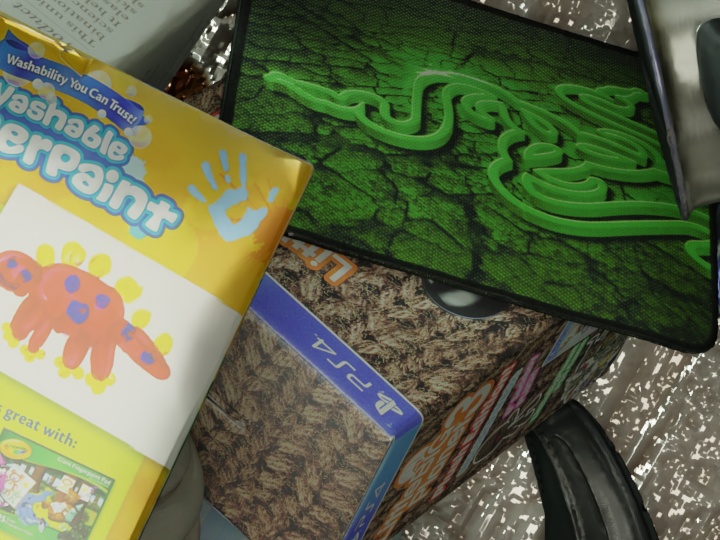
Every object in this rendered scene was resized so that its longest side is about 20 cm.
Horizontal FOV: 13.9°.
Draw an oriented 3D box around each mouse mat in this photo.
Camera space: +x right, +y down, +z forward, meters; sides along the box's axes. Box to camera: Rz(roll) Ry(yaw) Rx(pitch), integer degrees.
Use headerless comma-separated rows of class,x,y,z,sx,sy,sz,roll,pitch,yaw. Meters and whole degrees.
mouse mat,0.044,-0.050,1.122,0.199,0.161,0.008,17,134,-11

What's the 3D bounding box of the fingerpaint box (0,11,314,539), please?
fingerpaint box,-0.141,-0.002,0.948,0.199,0.073,0.167,25,85,-6

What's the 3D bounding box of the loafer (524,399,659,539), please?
loafer,0.098,0.153,1.221,0.070,0.068,0.201,-17,96,-5

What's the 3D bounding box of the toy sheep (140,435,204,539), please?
toy sheep,-0.120,0.085,1.052,0.138,0.138,0.200,31,127,1

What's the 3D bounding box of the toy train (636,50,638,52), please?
toy train,0.130,-0.084,1.216,0.199,0.046,0.034,-27,92,4

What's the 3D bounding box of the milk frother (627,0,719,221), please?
milk frother,0.185,-0.138,1.064,0.187,0.181,0.201,-13,85,3

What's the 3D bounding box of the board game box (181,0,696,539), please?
board game box,0.000,0.000,1.129,0.159,0.200,0.097,41,135,16

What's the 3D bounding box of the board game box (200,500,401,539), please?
board game box,-0.083,0.116,1.159,0.199,0.199,0.043,-11,132,15

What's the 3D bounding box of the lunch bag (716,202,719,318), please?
lunch bag,0.242,-0.025,1.193,0.161,0.082,0.200,40,96,-6

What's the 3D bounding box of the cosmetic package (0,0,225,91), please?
cosmetic package,-0.173,-0.087,1.134,0.167,0.200,0.166,39,117,1
